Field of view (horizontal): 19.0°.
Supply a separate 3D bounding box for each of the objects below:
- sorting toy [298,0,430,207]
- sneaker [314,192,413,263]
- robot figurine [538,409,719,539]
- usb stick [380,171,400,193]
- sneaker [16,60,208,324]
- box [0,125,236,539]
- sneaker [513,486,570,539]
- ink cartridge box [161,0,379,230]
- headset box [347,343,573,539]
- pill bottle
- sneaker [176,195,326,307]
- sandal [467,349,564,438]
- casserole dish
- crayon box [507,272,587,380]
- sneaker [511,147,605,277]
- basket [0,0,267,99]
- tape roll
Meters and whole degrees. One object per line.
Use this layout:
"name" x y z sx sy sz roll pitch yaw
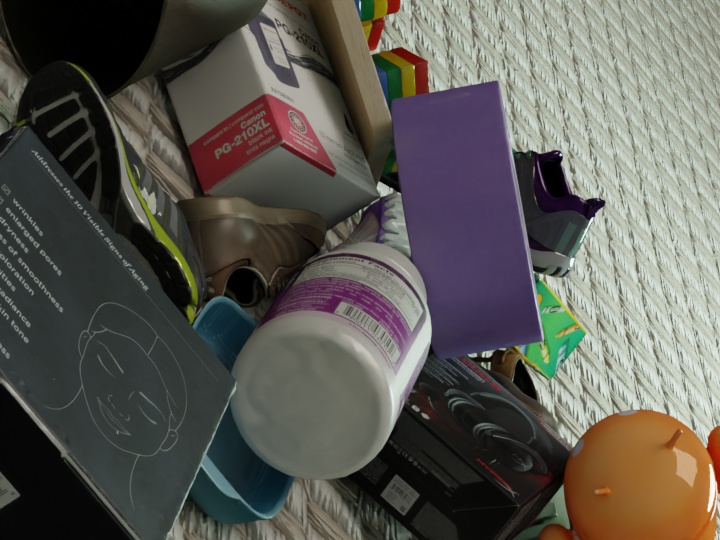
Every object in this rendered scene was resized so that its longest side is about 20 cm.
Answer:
"sorting toy" 0.004 -0.177 1.788 0.199 0.069 0.201 112 -38 -74
"sneaker" 0.000 0.000 1.639 0.200 0.088 0.081 -91 169 -70
"robot figurine" 0.213 0.173 1.619 0.200 0.143 0.117 69 29 -66
"usb stick" 0.074 -0.064 1.883 0.199 0.033 0.055 31 -1 15
"sneaker" -0.164 -0.047 1.434 0.201 0.074 0.081 65 15 -2
"box" -0.186 0.060 1.149 0.200 0.124 0.197 52 24 -14
"sneaker" 0.133 0.217 1.700 0.118 0.074 0.201 27 36 -48
"ink cartridge box" -0.082 -0.139 1.700 0.145 0.084 0.201 28 36 -54
"headset box" 0.073 0.135 1.620 0.149 0.077 0.200 41 20 13
"pill bottle" -0.013 0.052 1.452 0.112 0.112 0.200 54 21 -9
"sneaker" -0.083 -0.009 1.575 0.200 0.070 0.076 9 79 -66
"sandal" 0.123 0.096 1.783 0.082 0.054 0.200 59 -11 -24
"casserole dish" -0.090 0.096 1.427 0.121 0.039 0.200 52 21 -13
"crayon box" 0.114 0.018 1.832 0.119 0.058 0.200 38 -1 23
"sneaker" 0.130 -0.084 1.815 0.074 0.088 0.200 5 35 -50
"basket" -0.151 -0.220 1.543 0.200 0.135 0.181 -25 122 -64
"tape roll" 0.081 -0.038 1.621 0.200 0.084 0.201 -9 90 -85
